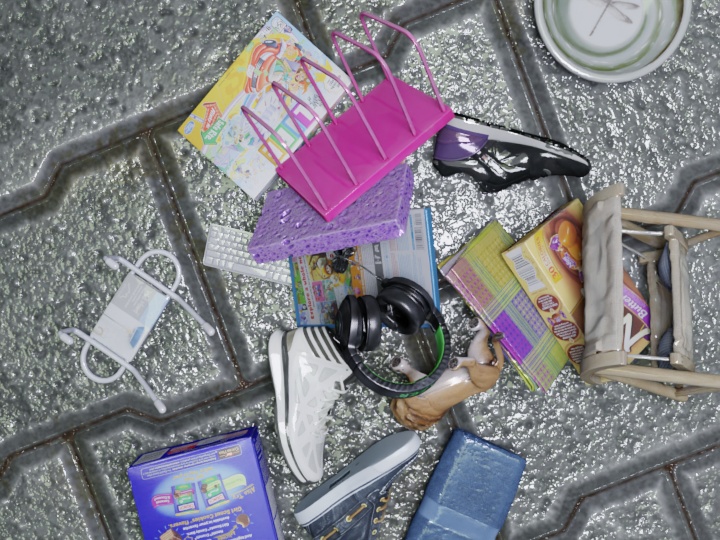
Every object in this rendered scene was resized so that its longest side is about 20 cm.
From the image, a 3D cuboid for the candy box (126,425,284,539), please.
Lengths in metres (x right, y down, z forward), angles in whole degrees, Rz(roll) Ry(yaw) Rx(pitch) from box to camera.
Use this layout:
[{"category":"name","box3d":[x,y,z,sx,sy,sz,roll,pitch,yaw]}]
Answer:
[{"category":"candy box","box3d":[-0.192,0.325,0.943,0.166,0.077,0.203,-13,90,0]}]

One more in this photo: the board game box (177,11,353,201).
[{"category":"board game box","box3d":[-0.122,-0.212,0.947,0.134,0.034,0.201,40,92,-1]}]

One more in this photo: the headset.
[{"category":"headset","box3d":[0.021,0.055,0.843,0.122,0.094,0.202,-20,70,-24]}]

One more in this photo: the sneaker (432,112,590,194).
[{"category":"sneaker","box3d":[0.191,-0.137,0.935,0.197,0.076,0.089,16,107,4]}]

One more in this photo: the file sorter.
[{"category":"file sorter","box3d":[-0.020,-0.190,0.858,0.199,0.139,0.126,-40,133,-7]}]

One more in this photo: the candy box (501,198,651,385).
[{"category":"candy box","box3d":[0.279,0.027,0.913,0.116,0.056,0.201,-34,90,-28]}]

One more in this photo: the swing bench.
[{"category":"swing bench","box3d":[0.335,0.033,0.838,0.197,0.130,0.202,12,72,-15]}]

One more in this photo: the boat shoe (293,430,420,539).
[{"category":"boat shoe","box3d":[0.014,0.293,0.942,0.199,0.071,0.091,-37,94,14]}]

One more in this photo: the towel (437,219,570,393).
[{"category":"towel","box3d":[0.193,0.040,0.916,0.201,0.023,0.143,51,48,-1]}]

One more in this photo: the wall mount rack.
[{"category":"wall mount rack","box3d":[-0.284,0.078,0.939,0.173,0.075,0.201,33,93,0]}]

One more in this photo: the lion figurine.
[{"category":"lion figurine","box3d":[0.111,0.138,0.891,0.198,0.073,0.122,-24,134,27]}]

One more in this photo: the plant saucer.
[{"category":"plant saucer","box3d":[0.316,-0.337,0.927,0.197,0.050,0.204,0,91,1]}]

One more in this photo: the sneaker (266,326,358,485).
[{"category":"sneaker","box3d":[-0.048,0.169,0.925,0.114,0.076,0.204,-11,89,17]}]

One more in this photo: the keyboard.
[{"category":"keyboard","box3d":[-0.109,-0.012,0.965,0.197,0.011,0.057,14,92,1]}]

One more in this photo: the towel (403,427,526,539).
[{"category":"towel","box3d":[0.132,0.315,0.951,0.110,0.049,0.202,24,93,0]}]

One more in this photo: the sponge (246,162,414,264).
[{"category":"sponge","box3d":[-0.035,-0.069,0.878,0.197,0.112,0.030,-10,131,23]}]

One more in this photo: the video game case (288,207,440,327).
[{"category":"video game case","box3d":[0.000,0.000,0.913,0.197,0.018,0.146,-2,100,25]}]

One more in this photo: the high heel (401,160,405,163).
[{"category":"high heel","box3d":[0.051,-0.097,0.928,0.095,0.067,0.202,-24,88,12]}]
